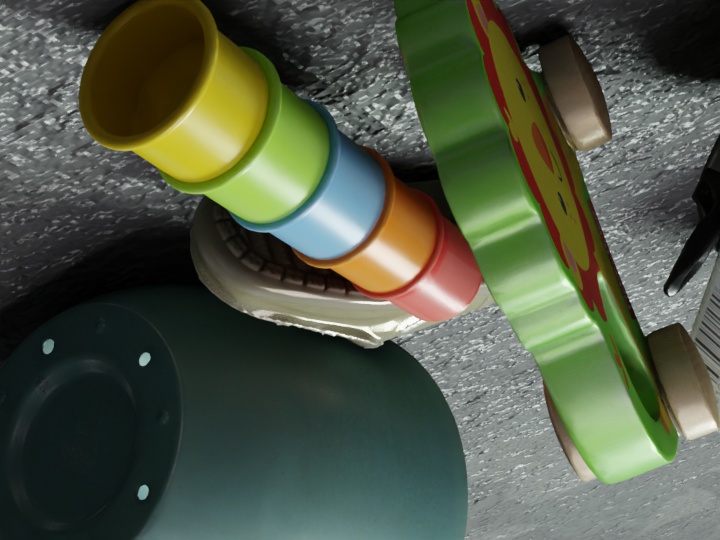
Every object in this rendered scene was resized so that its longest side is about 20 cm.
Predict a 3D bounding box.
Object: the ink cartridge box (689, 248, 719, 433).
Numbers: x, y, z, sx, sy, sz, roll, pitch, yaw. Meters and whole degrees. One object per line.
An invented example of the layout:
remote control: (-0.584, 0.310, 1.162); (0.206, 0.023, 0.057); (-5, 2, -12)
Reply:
ink cartridge box: (0.228, -0.047, 0.888); (0.199, 0.043, 0.199); (-30, 147, -32)

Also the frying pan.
frying pan: (0.159, -0.035, 0.910); (0.190, 0.031, 0.115); (-50, 163, -27)

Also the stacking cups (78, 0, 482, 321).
stacking cups: (-0.023, -0.030, 0.795); (0.060, 0.061, 0.200); (-27, 145, 20)

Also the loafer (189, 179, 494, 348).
loafer: (0.000, 0.000, 0.925); (0.199, 0.076, 0.068); (2, 145, -44)

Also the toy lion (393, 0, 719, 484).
toy lion: (0.068, -0.015, 0.794); (0.068, 0.201, 0.192); (-21, 178, 12)

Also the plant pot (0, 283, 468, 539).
plant pot: (-0.077, 0.096, 0.947); (0.200, 0.202, 0.161); (-29, 147, 24)
